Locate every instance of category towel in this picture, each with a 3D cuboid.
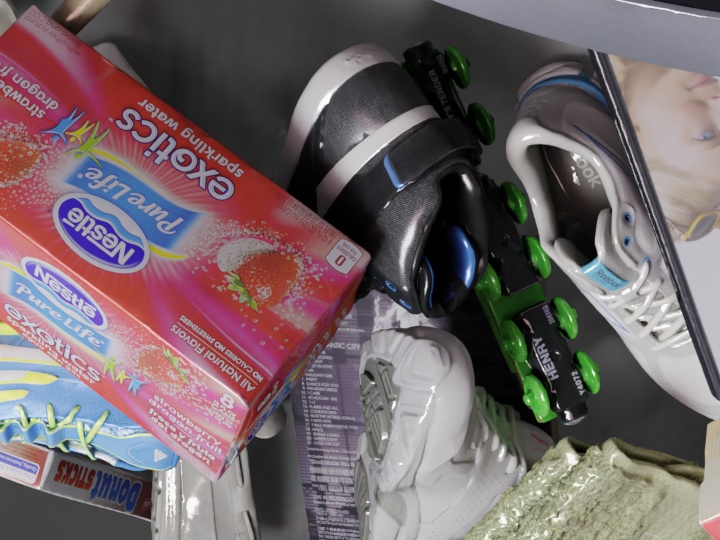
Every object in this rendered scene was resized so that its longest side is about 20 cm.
[{"bbox_3d":[0.105,0.159,1.081,0.148,0.037,0.200,19,127,-36],"label":"towel"}]

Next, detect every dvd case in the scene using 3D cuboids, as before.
[{"bbox_3d":[0.033,0.075,1.132,0.148,0.016,0.201,2,113,23],"label":"dvd case"},{"bbox_3d":[0.196,-0.054,0.971,0.142,0.018,0.201,-21,105,2],"label":"dvd case"}]

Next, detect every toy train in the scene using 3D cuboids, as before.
[{"bbox_3d":[0.061,-0.017,1.042,0.201,0.042,0.056,67,163,-2],"label":"toy train"}]

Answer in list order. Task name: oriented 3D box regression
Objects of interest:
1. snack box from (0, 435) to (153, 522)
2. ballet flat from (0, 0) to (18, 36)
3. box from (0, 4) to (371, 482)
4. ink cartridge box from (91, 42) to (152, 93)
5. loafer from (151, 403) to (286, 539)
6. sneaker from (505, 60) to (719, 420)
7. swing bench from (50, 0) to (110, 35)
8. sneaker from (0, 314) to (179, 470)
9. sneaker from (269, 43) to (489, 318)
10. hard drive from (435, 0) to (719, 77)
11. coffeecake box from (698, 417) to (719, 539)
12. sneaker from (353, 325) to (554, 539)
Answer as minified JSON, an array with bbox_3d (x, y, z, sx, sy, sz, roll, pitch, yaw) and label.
[{"bbox_3d":[-0.164,0.105,1.137,0.072,0.200,0.024,18,83,14],"label":"snack box"},{"bbox_3d":[-0.212,-0.114,1.122,0.073,0.073,0.201,23,126,12],"label":"ballet flat"},{"bbox_3d":[-0.108,-0.012,0.975,0.200,0.100,0.096,37,151,6],"label":"box"},{"bbox_3d":[-0.183,-0.020,1.092,0.115,0.199,0.068,52,164,32],"label":"ink cartridge box"},{"bbox_3d":[-0.074,0.069,1.153,0.069,0.070,0.201,2,113,-10],"label":"loafer"},{"bbox_3d":[0.128,0.000,1.019,0.075,0.087,0.200,-33,98,29],"label":"sneaker"},{"bbox_3d":[-0.124,-0.253,0.991,0.199,0.130,0.200,46,116,-1],"label":"swing bench"},{"bbox_3d":[-0.142,0.054,1.018,0.105,0.199,0.076,50,148,33],"label":"sneaker"},{"bbox_3d":[0.000,0.000,1.024,0.112,0.073,0.200,50,143,27],"label":"sneaker"},{"bbox_3d":[0.128,-0.161,0.929,0.199,0.042,0.135,16,76,17],"label":"hard drive"},{"bbox_3d":[0.277,0.127,0.989,0.153,0.073,0.200,-31,115,31],"label":"coffeecake box"},{"bbox_3d":[0.049,0.081,1.048,0.099,0.078,0.200,-6,154,-7],"label":"sneaker"}]
